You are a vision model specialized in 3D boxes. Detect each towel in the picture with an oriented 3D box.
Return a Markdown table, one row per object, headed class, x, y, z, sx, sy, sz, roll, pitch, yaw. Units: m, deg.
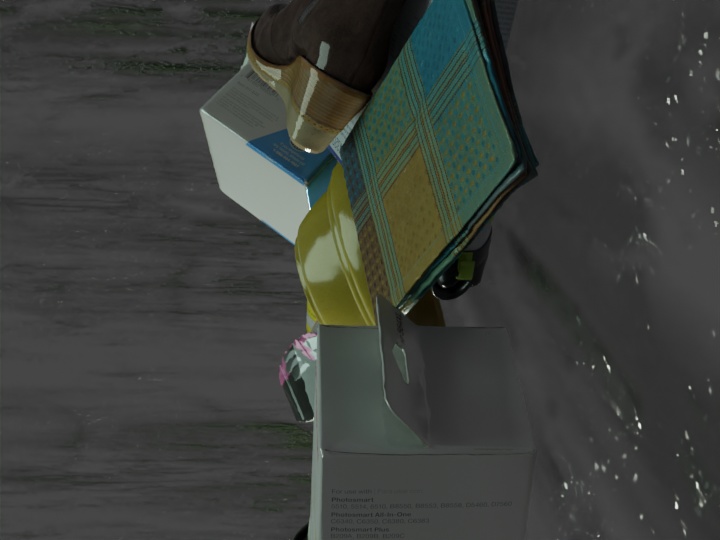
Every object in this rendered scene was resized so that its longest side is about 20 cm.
| class | x | y | z | sx | sy | sz | roll | pitch | yaw |
| --- | --- | --- | --- | --- | --- | --- | --- | --- | --- |
| towel | 0.041 | -0.070 | 0.748 | 0.200 | 0.021 | 0.149 | 127 | 138 | -53 |

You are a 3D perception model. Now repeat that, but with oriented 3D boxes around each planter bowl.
| class | x | y | z | sx | sy | sz | roll | pitch | yaw |
| --- | --- | --- | --- | --- | --- | --- | --- | --- | --- |
| planter bowl | 0.000 | 0.000 | 1.004 | 0.200 | 0.082 | 0.203 | -22 | -89 | -78 |

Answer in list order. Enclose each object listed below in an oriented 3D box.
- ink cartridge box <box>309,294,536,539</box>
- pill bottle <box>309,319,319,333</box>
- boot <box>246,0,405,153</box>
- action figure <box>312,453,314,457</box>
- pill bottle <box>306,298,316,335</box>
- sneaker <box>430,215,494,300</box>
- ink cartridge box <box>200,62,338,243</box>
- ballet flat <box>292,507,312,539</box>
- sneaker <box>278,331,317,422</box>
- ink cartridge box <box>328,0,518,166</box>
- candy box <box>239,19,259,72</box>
| class | x | y | z | sx | sy | sz | roll | pitch | yaw |
| --- | --- | --- | --- | --- | --- | --- | --- | --- | --- |
| ink cartridge box | 0.032 | 0.130 | 0.751 | 0.129 | 0.123 | 0.203 | -96 | 8 | -59 |
| pill bottle | -0.001 | 0.112 | 1.335 | 0.200 | 0.114 | 0.119 | -105 | 16 | -75 |
| boot | -0.012 | -0.192 | 0.868 | 0.168 | 0.071 | 0.201 | -60 | 27 | 24 |
| action figure | 0.016 | 0.158 | 1.134 | 0.201 | 0.100 | 0.120 | -87 | 17 | -57 |
| pill bottle | -0.010 | 0.007 | 1.505 | 0.115 | 0.112 | 0.203 | -97 | 8 | -64 |
| sneaker | 0.052 | -0.021 | 0.895 | 0.200 | 0.070 | 0.084 | -149 | 59 | -86 |
| ink cartridge box | -0.026 | -0.142 | 1.115 | 0.200 | 0.128 | 0.126 | -46 | -23 | -21 |
| ballet flat | 0.013 | 0.147 | 0.873 | 0.202 | 0.068 | 0.068 | -58 | 14 | 20 |
| sneaker | 0.002 | 0.082 | 1.177 | 0.200 | 0.085 | 0.081 | -41 | 60 | 39 |
| ink cartridge box | 0.039 | -0.146 | 0.839 | 0.197 | 0.043 | 0.203 | -125 | 42 | -58 |
| candy box | -0.037 | -0.199 | 1.269 | 0.061 | 0.198 | 0.138 | 42 | 131 | 29 |
